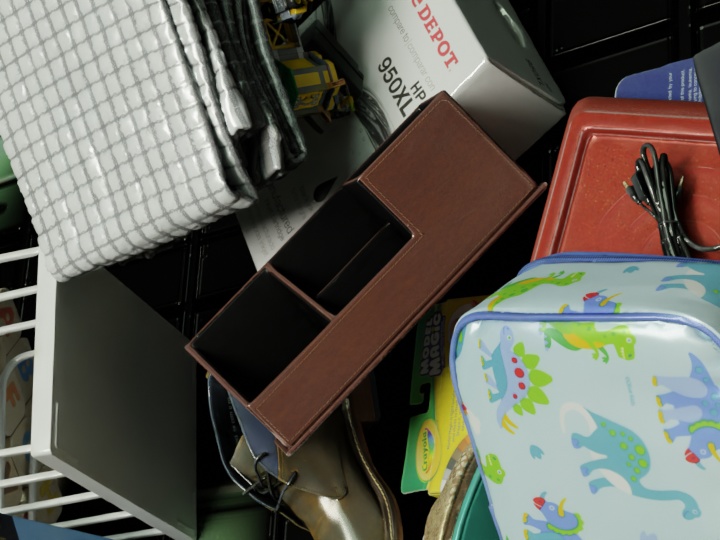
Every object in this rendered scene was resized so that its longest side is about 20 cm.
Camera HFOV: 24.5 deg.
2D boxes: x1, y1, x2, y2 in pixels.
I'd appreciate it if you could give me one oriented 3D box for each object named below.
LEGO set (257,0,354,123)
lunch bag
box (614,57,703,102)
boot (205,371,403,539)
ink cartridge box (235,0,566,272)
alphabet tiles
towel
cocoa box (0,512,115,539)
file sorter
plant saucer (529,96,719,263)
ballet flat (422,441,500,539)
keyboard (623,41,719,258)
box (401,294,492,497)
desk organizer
[{"bbox_3d":[-0.074,-0.142,1.025,0.200,0.116,0.154,-25,85,40],"label":"LEGO set"},{"bbox_3d":[0.137,0.093,0.746,0.161,0.082,0.200,-1,113,42],"label":"lunch bag"},{"bbox_3d":[0.222,-0.064,0.861,0.200,0.032,0.121,-10,66,38],"label":"box"},{"bbox_3d":[-0.035,0.134,0.960,0.075,0.097,0.200,115,152,-49],"label":"boot"},{"bbox_3d":[0.010,-0.095,1.035,0.200,0.084,0.145,-43,48,22],"label":"ink cartridge box"},{"bbox_3d":[-0.251,0.101,1.122,0.015,0.200,0.196,-12,20,13],"label":"alphabet tiles"},{"bbox_3d":[-0.127,-0.110,0.945,0.166,0.086,0.200,-24,85,38],"label":"towel"},{"bbox_3d":[-0.208,0.242,1.015,0.133,0.200,0.131,-42,49,24],"label":"cocoa box"},{"bbox_3d":[-0.199,0.087,1.049,0.124,0.200,0.139,-11,64,15],"label":"file sorter"},{"bbox_3d":[0.161,0.004,0.826,0.200,0.037,0.200,8,78,38],"label":"plant saucer"},{"bbox_3d":[0.049,0.174,0.834,0.065,0.070,0.200,-10,67,52],"label":"ballet flat"},{"bbox_3d":[0.190,-0.022,0.780,0.127,0.021,0.200,-25,58,26],"label":"keyboard"},{"bbox_3d":[0.110,0.069,0.901,0.200,0.048,0.117,-7,68,38],"label":"box"},{"bbox_3d":[0.000,0.000,0.906,0.200,0.077,0.072,-46,6,-6],"label":"desk organizer"}]
